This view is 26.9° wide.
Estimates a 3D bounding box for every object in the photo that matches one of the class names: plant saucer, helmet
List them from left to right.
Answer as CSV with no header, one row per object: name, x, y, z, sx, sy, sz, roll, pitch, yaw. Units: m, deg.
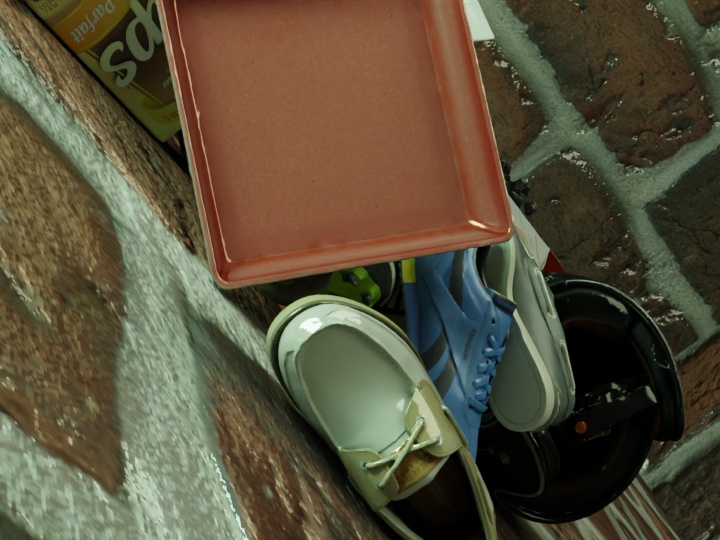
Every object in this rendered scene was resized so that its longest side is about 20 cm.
plant saucer,-0.019,-0.098,0.913,0.037,0.198,0.202,152,-73,-66
helmet,0.161,0.104,1.245,0.201,0.199,0.191,54,-17,7

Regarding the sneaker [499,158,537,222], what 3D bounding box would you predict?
sneaker,0.050,-0.075,1.280,0.199,0.098,0.071,28,22,5

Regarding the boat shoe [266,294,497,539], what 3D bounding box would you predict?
boat shoe,0.023,0.093,0.830,0.200,0.075,0.068,50,2,-34

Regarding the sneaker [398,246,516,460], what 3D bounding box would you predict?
sneaker,0.074,0.059,1.073,0.066,0.078,0.202,53,32,-69

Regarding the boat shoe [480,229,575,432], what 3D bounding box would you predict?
boat shoe,0.111,0.026,1.137,0.062,0.073,0.201,7,60,-49

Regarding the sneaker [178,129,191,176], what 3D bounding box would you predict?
sneaker,-0.064,-0.075,1.060,0.085,0.075,0.200,62,10,28

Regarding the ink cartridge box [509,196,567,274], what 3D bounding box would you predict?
ink cartridge box,0.079,0.008,1.279,0.200,0.161,0.050,44,37,-58

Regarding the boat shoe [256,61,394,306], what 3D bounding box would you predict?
boat shoe,-0.027,-0.073,0.973,0.071,0.201,0.068,15,-11,2

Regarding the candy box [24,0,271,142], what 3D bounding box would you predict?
candy box,-0.140,-0.185,0.916,0.200,0.115,0.055,48,10,-41

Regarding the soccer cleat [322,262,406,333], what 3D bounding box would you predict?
soccer cleat,0.000,0.000,1.095,0.200,0.067,0.082,49,44,-66

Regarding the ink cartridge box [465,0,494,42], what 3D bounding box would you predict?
ink cartridge box,-0.014,-0.217,1.126,0.045,0.175,0.201,102,-24,-51
